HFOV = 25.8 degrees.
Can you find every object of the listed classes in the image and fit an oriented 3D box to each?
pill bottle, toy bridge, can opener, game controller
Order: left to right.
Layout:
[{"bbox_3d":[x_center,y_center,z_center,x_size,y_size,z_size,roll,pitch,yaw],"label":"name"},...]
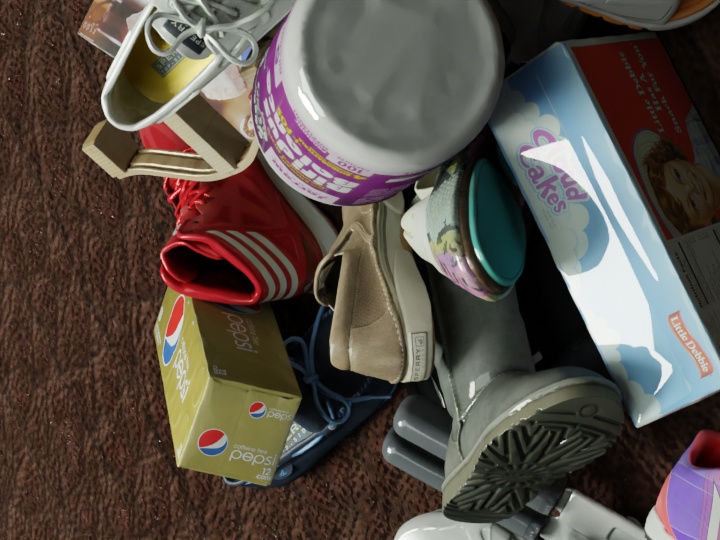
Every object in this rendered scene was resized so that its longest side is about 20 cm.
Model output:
[{"bbox_3d":[-0.100,-0.091,1.021,0.199,0.027,0.067,-16,129,45],"label":"toy bridge"},{"bbox_3d":[0.000,-0.095,0.848,0.200,0.111,0.113,151,100,-77],"label":"pill bottle"},{"bbox_3d":[0.104,0.053,0.990,0.200,0.042,0.105,-42,59,37],"label":"game controller"},{"bbox_3d":[0.102,0.147,0.968,0.199,0.066,0.053,32,130,11],"label":"can opener"}]

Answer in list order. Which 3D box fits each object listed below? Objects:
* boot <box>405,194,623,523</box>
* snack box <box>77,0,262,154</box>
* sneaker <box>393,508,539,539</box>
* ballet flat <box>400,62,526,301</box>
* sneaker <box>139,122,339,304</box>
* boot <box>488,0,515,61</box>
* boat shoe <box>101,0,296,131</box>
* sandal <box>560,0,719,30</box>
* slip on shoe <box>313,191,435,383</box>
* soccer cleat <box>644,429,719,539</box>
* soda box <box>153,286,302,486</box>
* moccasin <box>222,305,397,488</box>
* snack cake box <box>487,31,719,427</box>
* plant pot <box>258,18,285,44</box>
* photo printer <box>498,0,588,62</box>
[{"bbox_3d":[0.081,0.026,0.917,0.182,0.072,0.202,135,142,-52],"label":"boot"},{"bbox_3d":[-0.115,-0.155,1.111,0.199,0.024,0.072,34,98,29],"label":"snack box"},{"bbox_3d":[0.089,0.215,0.991,0.199,0.099,0.079,24,114,33],"label":"sneaker"},{"bbox_3d":[0.061,-0.046,0.890,0.071,0.201,0.069,-18,123,27],"label":"ballet flat"},{"bbox_3d":[-0.110,-0.052,1.083,0.200,0.115,0.079,40,122,25],"label":"sneaker"},{"bbox_3d":[0.048,-0.216,0.843,0.067,0.200,0.131,17,67,54],"label":"boot"},{"bbox_3d":[-0.090,-0.144,0.885,0.075,0.086,0.202,42,130,-13],"label":"boat shoe"},{"bbox_3d":[0.122,-0.172,0.814,0.059,0.204,0.080,-165,80,-66],"label":"sandal"},{"bbox_3d":[0.000,0.000,0.973,0.201,0.060,0.077,-103,11,-53],"label":"slip on shoe"},{"bbox_3d":[0.211,0.142,0.841,0.200,0.068,0.074,-140,68,-77],"label":"soccer cleat"},{"bbox_3d":[-0.093,0.061,1.053,0.200,0.063,0.068,-118,45,-64],"label":"soda box"},{"bbox_3d":[-0.030,0.089,1.081,0.080,0.068,0.201,45,124,22],"label":"moccasin"},{"bbox_3d":[0.158,-0.028,0.871,0.067,0.114,0.202,-32,80,39],"label":"snack cake box"},{"bbox_3d":[-0.063,-0.215,0.967,0.201,0.092,0.203,165,90,-72],"label":"plant pot"},{"bbox_3d":[0.078,-0.231,0.920,0.166,0.069,0.202,32,118,30],"label":"photo printer"}]
